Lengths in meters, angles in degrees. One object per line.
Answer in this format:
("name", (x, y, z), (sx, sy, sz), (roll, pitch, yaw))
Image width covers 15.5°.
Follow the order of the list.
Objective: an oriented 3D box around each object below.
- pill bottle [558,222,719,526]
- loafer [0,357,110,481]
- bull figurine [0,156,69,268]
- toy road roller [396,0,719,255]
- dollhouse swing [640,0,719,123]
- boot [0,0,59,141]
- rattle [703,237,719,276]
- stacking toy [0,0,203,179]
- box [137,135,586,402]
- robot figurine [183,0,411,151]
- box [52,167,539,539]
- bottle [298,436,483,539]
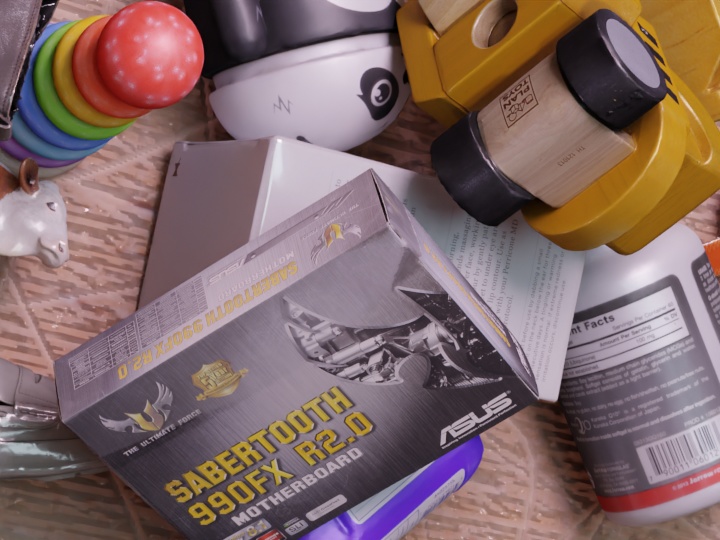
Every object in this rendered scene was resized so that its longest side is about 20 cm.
("pill bottle", (0.165, 0.041, 1.581), (0.116, 0.116, 0.201), (-24, 95, -27))
("loafer", (-0.189, 0.078, 1.421), (0.199, 0.070, 0.070), (-6, 95, -27))
("bull figurine", (-0.249, -0.049, 1.401), (0.200, 0.065, 0.122), (41, 53, -6))
("toy road roller", (0.115, -0.096, 1.423), (0.146, 0.123, 0.200), (33, 31, -37))
("dollhouse swing", (0.166, -0.177, 1.541), (0.176, 0.181, 0.201), (-18, 90, -49))
("boot", (-0.239, -0.164, 1.379), (0.173, 0.069, 0.201), (7, 65, -3))
("rattle", (0.301, -0.041, 1.651), (0.200, 0.143, 0.131), (-25, 114, -33))
("stacking toy", (-0.142, -0.103, 1.393), (0.085, 0.200, 0.086), (3, 83, -26))
("box", (0.000, 0.000, 1.476), (0.199, 0.152, 0.107), (13, 86, -24))
("robot figurine", (-0.038, -0.163, 1.495), (0.150, 0.125, 0.201), (-13, 89, -25))
("box", (-0.032, 0.057, 1.363), (0.200, 0.048, 0.158), (-31, 132, 12))
("bottle", (-0.019, 0.144, 1.482), (0.200, 0.084, 0.065), (-38, 89, -32))
